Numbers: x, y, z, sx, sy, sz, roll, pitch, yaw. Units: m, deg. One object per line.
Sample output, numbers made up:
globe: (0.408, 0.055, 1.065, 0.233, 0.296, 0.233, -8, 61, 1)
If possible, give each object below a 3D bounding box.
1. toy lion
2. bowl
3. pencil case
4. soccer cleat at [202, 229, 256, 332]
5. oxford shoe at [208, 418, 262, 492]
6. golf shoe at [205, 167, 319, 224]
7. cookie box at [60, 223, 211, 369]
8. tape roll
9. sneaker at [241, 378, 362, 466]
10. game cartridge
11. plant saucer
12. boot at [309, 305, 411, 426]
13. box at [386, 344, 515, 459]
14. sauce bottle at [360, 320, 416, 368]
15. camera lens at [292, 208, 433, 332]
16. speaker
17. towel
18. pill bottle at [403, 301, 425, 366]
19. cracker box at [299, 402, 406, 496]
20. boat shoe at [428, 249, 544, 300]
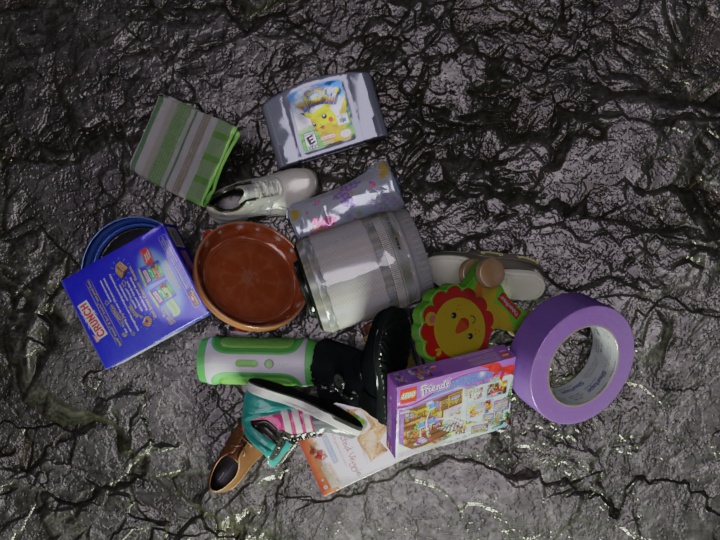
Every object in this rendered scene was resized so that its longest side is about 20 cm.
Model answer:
toy lion: (0.179, 0.090, 1.266, 0.200, 0.069, 0.192, 44, 73, -20)
bowl: (-0.387, 0.007, 1.416, 0.200, 0.039, 0.201, 0, 88, 6)
pencil case: (-0.023, -0.106, 1.362, 0.200, 0.083, 0.091, -26, 104, 5)
soccer cleat: (-0.214, 0.015, 1.392, 0.085, 0.069, 0.200, -13, 65, -35)
oxford shoe: (-0.193, 0.295, 1.377, 0.071, 0.071, 0.200, 30, 90, 7)
golf shoe: (-0.168, -0.126, 1.371, 0.199, 0.097, 0.079, -18, 86, 4)
cookie box: (-0.369, 0.042, 1.356, 0.200, 0.075, 0.172, -28, 87, 4)
tape roll: (0.334, 0.139, 1.281, 0.200, 0.066, 0.201, -8, 110, -23)
sneaker: (-0.106, 0.264, 1.308, 0.199, 0.084, 0.121, 20, 94, 2)
game cartridge: (-0.065, -0.265, 1.396, 0.199, 0.040, 0.134, -17, 83, 5)
plant saucer: (-0.182, 0.011, 1.350, 0.200, 0.032, 0.201, 13, 56, -20)
boot: (-0.007, 0.134, 1.266, 0.168, 0.076, 0.201, 17, 117, 38)
box: (0.137, 0.199, 1.229, 0.199, 0.039, 0.137, -11, 121, -19)
sauce bottle: (0.066, 0.171, 1.303, 0.066, 0.066, 0.200, -26, 78, 4)
camera lens: (0.000, 0.000, 1.299, 0.199, 0.160, 0.160, -18, 87, -4)
speaker: (-0.171, 0.153, 1.369, 0.199, 0.088, 0.089, 1, 89, 5)
towel: (-0.301, -0.205, 1.380, 0.200, 0.031, 0.150, 27, 95, 32)
pill bottle: (0.142, 0.144, 1.330, 0.106, 0.106, 0.201, -15, 88, 5)
cracker box: (0.002, 0.274, 1.363, 0.200, 0.058, 0.134, -26, 84, 4)
boat shoe: (0.207, 0.000, 1.351, 0.201, 0.060, 0.072, 10, 127, 8)
